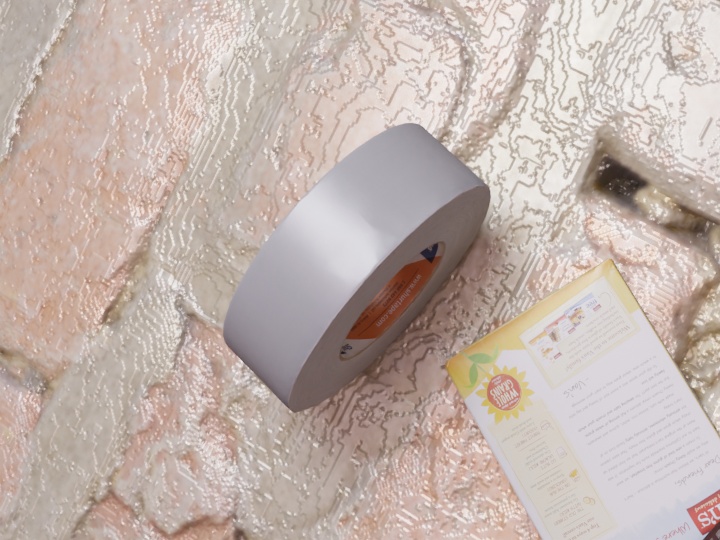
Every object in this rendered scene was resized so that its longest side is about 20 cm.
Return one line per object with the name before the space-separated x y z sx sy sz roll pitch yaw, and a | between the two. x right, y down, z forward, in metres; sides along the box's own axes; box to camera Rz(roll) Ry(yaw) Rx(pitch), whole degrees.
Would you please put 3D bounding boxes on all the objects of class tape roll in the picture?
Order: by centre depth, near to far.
tape roll | 0.000 0.000 0.739 0.066 0.200 0.201 42 99 15

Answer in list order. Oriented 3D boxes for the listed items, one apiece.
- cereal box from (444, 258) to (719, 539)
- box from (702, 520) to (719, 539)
cereal box | 0.168 0.115 0.765 0.143 0.039 0.202 -32 79 13
box | 0.296 0.216 0.636 0.164 0.166 0.201 41 99 -1
